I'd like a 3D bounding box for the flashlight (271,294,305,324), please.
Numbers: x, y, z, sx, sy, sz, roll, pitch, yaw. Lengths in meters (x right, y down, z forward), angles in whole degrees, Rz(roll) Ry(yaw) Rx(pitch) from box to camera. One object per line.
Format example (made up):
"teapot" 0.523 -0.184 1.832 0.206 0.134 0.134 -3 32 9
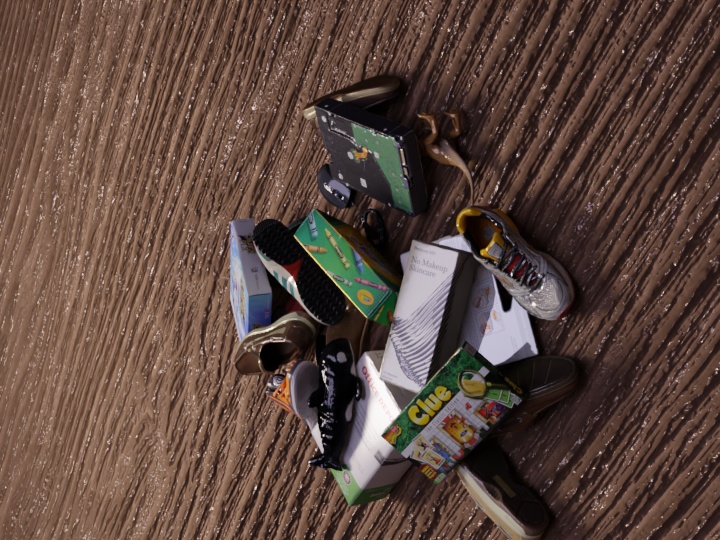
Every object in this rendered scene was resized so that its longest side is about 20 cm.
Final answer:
"flashlight" -0.100 0.036 1.568 0.201 0.067 0.068 -56 16 35

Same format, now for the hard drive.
"hard drive" 0.016 -0.175 1.415 0.199 0.038 0.141 30 145 44

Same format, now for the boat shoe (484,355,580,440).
"boat shoe" 0.210 0.173 1.234 0.199 0.072 0.068 -24 114 34

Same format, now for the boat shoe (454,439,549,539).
"boat shoe" 0.173 0.299 1.278 0.200 0.071 0.077 53 143 36

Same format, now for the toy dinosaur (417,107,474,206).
"toy dinosaur" 0.124 -0.174 1.341 0.200 0.060 0.107 37 138 52

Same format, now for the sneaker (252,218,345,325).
"sneaker" -0.098 0.002 1.478 0.200 0.070 0.093 48 172 -6

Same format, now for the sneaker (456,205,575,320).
"sneaker" 0.195 -0.009 1.212 0.200 0.082 0.078 46 109 27

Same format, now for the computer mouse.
"computer mouse" -0.019 -0.106 1.513 0.200 0.034 0.059 50 125 35

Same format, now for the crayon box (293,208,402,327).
"crayon box" 0.000 0.000 1.408 0.058 0.119 0.200 -50 58 11

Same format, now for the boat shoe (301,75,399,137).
"boat shoe" -0.008 -0.256 1.483 0.199 0.072 0.072 -11 113 41

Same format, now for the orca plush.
"orca plush" -0.059 0.203 1.411 0.105 0.071 0.202 31 111 51

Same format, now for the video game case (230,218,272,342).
"video game case" -0.194 0.044 1.628 0.201 0.045 0.182 98 159 -45

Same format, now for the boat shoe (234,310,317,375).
"boat shoe" -0.152 0.134 1.516 0.202 0.074 0.075 -38 22 43

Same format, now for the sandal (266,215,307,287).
"sandal" -0.112 -0.021 1.596 0.201 0.075 0.048 -54 45 46

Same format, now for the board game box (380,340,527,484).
"board game box" 0.119 0.191 1.224 0.105 0.023 0.200 40 124 5

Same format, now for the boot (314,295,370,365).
"boot" -0.030 0.077 1.499 0.073 0.075 0.202 2 89 53

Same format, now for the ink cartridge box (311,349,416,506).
"ink cartridge box" 0.024 0.240 1.430 0.201 0.084 0.147 -57 50 33

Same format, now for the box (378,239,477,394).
"box" 0.094 0.065 1.281 0.082 0.068 0.202 15 95 32

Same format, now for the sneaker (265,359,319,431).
"sneaker" -0.112 0.194 1.515 0.111 0.078 0.201 27 152 26

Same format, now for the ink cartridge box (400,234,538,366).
"ink cartridge box" 0.156 0.046 1.307 0.172 0.043 0.202 -20 74 30
